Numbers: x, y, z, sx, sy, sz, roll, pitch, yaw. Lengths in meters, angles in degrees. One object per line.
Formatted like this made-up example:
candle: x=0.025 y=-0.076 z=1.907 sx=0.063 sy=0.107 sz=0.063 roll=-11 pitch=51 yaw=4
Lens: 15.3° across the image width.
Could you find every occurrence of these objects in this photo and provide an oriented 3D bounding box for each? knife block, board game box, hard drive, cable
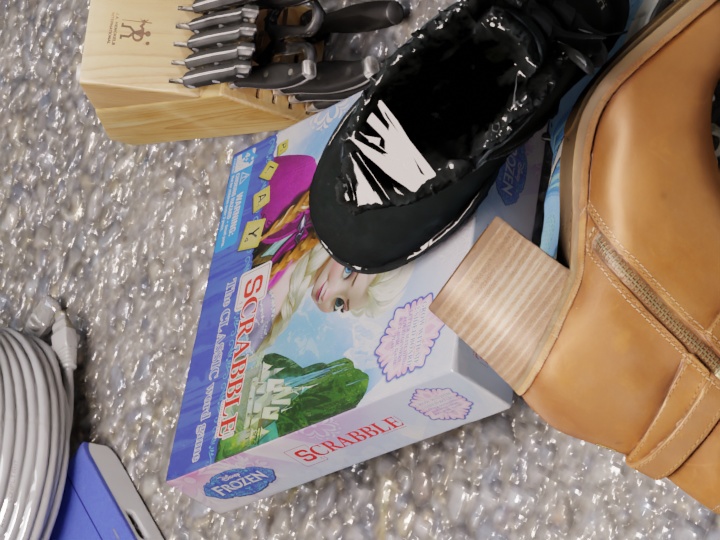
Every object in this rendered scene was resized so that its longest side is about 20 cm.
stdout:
knife block: x=-0.056 y=-0.109 z=1.428 sx=0.200 sy=0.175 sz=0.064 roll=83 pitch=-166 yaw=-80
board game box: x=0.000 y=0.000 z=1.297 sx=0.199 sy=0.041 sz=0.200 roll=-24 pitch=45 yaw=40
hard drive: x=-0.172 y=0.212 z=1.471 sx=0.200 sy=0.025 sz=0.132 roll=-54 pitch=46 yaw=21
cable: x=-0.234 y=0.125 z=1.507 sx=0.200 sy=0.069 sz=0.200 roll=-44 pitch=37 yaw=33

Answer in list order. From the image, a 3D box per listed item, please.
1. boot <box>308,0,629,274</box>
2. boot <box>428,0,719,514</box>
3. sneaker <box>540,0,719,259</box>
boot: x=0.030 y=-0.057 z=1.127 sx=0.073 sy=0.162 sz=0.198 roll=47 pitch=114 yaw=1
boot: x=0.144 y=-0.012 z=1.119 sx=0.200 sy=0.155 sz=0.077 roll=-54 pitch=0 yaw=-7
sneaker: x=0.119 y=-0.038 z=1.214 sx=0.090 sy=0.078 sz=0.200 roll=20 pitch=91 yaw=67
